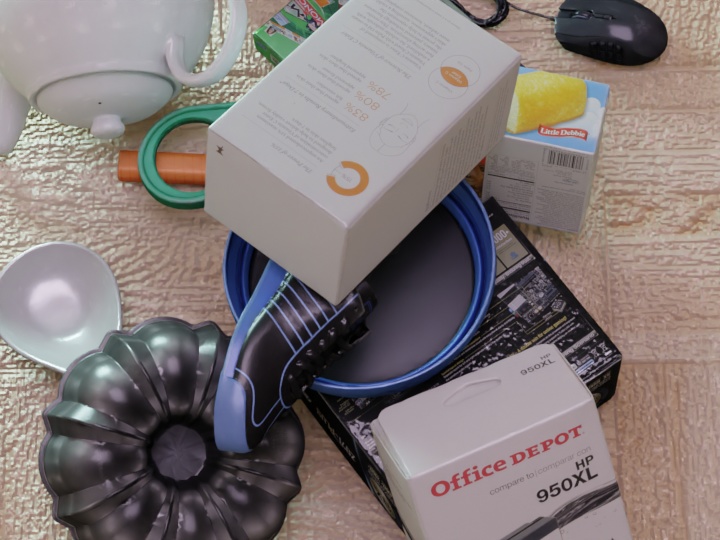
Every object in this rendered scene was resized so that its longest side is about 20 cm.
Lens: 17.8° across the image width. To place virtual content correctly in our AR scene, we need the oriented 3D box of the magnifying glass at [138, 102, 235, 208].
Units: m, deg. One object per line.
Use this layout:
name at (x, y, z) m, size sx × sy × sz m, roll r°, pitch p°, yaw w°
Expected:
magnifying glass at (-0.082, -0.116, 1.803) m, size 0.199 × 0.022 × 0.080 m, roll -29°, pitch 71°, yaw -7°

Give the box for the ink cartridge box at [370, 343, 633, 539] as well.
ink cartridge box at (0.107, 0.172, 1.616) m, size 0.144 × 0.201 × 0.084 m, roll -23°, pitch 32°, yaw -7°

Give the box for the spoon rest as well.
spoon rest at (-0.206, 0.061, 1.747) m, size 0.099 × 0.061 × 0.200 m, roll -33°, pitch 72°, yaw -12°

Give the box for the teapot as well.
teapot at (-0.197, -0.175, 1.779) m, size 0.196 × 0.200 × 0.147 m, roll -5°, pitch 75°, yaw -12°

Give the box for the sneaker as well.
sneaker at (-0.037, 0.042, 1.611) m, size 0.078 × 0.070 × 0.201 m, roll 15°, pitch 67°, yaw 17°

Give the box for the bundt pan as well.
bundt pan at (-0.131, 0.131, 1.670) m, size 0.201 × 0.076 × 0.203 m, roll 1°, pitch 86°, yaw -12°

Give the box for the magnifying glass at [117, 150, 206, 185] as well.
magnifying glass at (-0.092, -0.079, 1.822) m, size 0.199 × 0.022 × 0.080 m, roll 2°, pitch 68°, yaw 3°

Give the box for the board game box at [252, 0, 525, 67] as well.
board game box at (0.030, -0.165, 1.850) m, size 0.135 × 0.029 × 0.200 m, roll -43°, pitch 73°, yaw -13°

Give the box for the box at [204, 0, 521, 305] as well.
box at (0.001, -0.096, 1.606) m, size 0.124 × 0.098 × 0.200 m, roll 36°, pitch 59°, yaw 17°

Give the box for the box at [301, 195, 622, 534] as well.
box at (0.068, 0.073, 1.720) m, size 0.200 × 0.086 × 0.164 m, roll -35°, pitch 71°, yaw -12°

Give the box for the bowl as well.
bowl at (0.000, 0.000, 1.686) m, size 0.200 × 0.039 × 0.201 m, roll -1°, pitch 66°, yaw 3°

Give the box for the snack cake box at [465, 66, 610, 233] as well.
snack cake box at (0.081, -0.102, 1.744) m, size 0.199 × 0.115 × 0.067 m, roll 12°, pitch 61°, yaw 6°

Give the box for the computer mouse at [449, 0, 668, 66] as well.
computer mouse at (0.152, -0.212, 1.863) m, size 0.199 × 0.034 × 0.059 m, roll 15°, pitch 70°, yaw 8°
